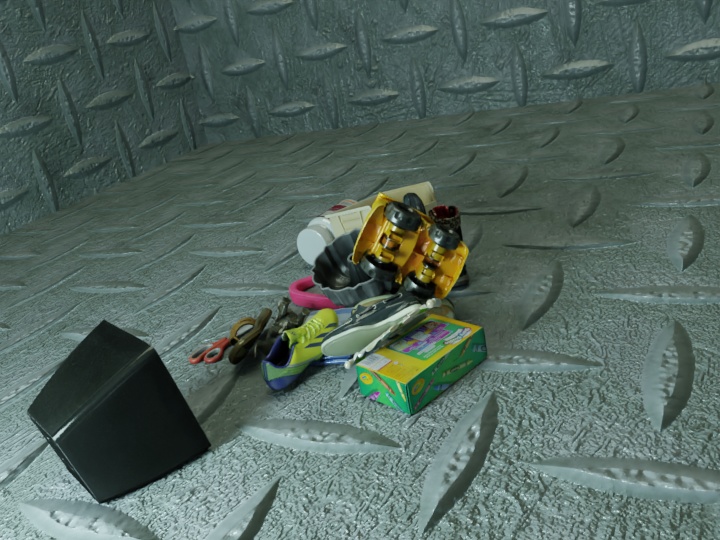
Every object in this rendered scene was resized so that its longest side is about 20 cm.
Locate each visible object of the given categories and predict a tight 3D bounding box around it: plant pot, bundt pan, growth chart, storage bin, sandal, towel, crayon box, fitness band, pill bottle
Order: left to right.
[{"bbox_3d":[-0.380,0.224,1.060,0.177,0.203,0.197,-39,32,-30],"label":"plant pot"},{"bbox_3d":[-0.224,0.120,1.361,0.053,0.081,0.200,34,21,-4],"label":"sandal"},{"bbox_3d":[-0.061,0.124,1.348,0.143,0.024,0.201,-7,22,17],"label":"towel"},{"bbox_3d":[-0.070,0.038,1.553,0.197,0.038,0.143,6,28,42],"label":"fitness band"},{"bbox_3d":[-0.069,-0.096,1.780,0.112,0.117,0.199,2,26,34],"label":"pill bottle"},{"bbox_3d":[0.000,0.000,1.437,0.198,0.077,0.204,-18,35,12],"label":"bundt pan"},{"bbox_3d":[0.055,-0.129,1.666,0.198,0.096,0.197,-24,11,-35],"label":"storage bin"},{"bbox_3d":[0.055,0.102,1.156,0.199,0.018,0.144,-38,-9,17],"label":"growth chart"},{"bbox_3d":[0.103,0.148,1.144,0.198,0.060,0.117,-28,26,-36],"label":"crayon box"}]

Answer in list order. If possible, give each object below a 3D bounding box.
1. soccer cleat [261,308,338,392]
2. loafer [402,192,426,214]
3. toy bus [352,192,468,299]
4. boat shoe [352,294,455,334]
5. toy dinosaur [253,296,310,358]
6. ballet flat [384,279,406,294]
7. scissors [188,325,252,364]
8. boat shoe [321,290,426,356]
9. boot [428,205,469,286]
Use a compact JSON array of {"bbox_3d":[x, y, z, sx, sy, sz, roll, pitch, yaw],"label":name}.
[{"bbox_3d":[-0.103,0.126,1.236,0.064,0.085,0.201,8,42,36],"label":"soccer cleat"},{"bbox_3d":[0.110,-0.092,1.511,0.069,0.069,0.204,0,51,-8],"label":"loafer"},{"bbox_3d":[0.091,-0.058,1.320,0.196,0.138,0.193,24,20,-8],"label":"toy bus"},{"bbox_3d":[0.078,0.091,1.288,0.195,0.073,0.077,-5,35,9],"label":"boat shoe"},{"bbox_3d":[-0.150,0.121,1.338,0.075,0.104,0.202,20,37,-1],"label":"toy dinosaur"},{"bbox_3d":[0.095,0.031,1.453,0.196,0.070,0.072,-2,41,36],"label":"ballet flat"},{"bbox_3d":[-0.274,0.139,1.443,0.072,0.014,0.200,-2,25,31],"label":"scissors"},{"bbox_3d":[0.016,0.088,1.235,0.196,0.075,0.067,-25,54,-1],"label":"boat shoe"},{"bbox_3d":[0.185,-0.066,1.506,0.071,0.154,0.201,-11,20,3],"label":"boot"}]
